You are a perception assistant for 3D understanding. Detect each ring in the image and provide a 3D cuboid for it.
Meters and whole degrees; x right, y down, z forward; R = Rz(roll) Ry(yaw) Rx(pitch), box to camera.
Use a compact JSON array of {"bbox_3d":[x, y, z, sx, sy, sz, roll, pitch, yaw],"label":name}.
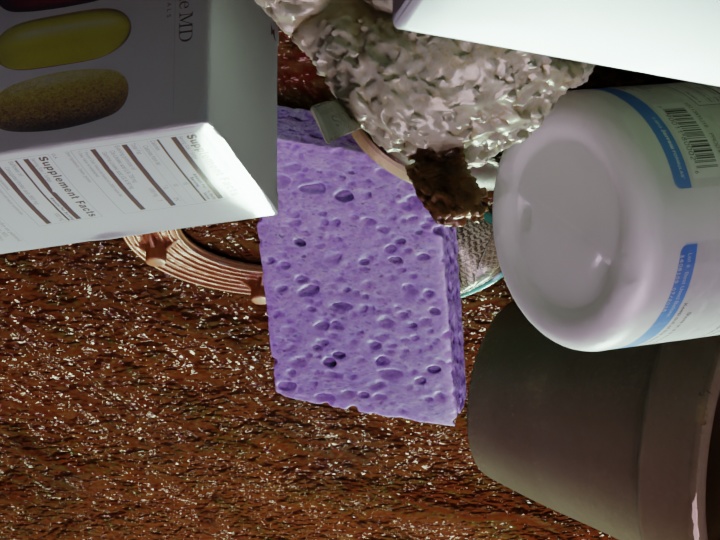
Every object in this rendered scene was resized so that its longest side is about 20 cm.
[{"bbox_3d":[-0.043,-0.022,1.670,0.199,0.019,0.201,1,156,0],"label":"ring"}]

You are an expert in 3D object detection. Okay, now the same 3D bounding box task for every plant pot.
[{"bbox_3d":[0.164,0.084,1.732,0.174,0.201,0.200,10,161,25],"label":"plant pot"}]

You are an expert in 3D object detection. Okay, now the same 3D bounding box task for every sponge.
[{"bbox_3d":[0.000,0.000,1.585,0.111,0.030,0.201,9,134,15],"label":"sponge"}]

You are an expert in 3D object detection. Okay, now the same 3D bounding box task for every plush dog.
[{"bbox_3d":[0.069,-0.129,1.317,0.200,0.161,0.172,23,124,-39],"label":"plush dog"}]

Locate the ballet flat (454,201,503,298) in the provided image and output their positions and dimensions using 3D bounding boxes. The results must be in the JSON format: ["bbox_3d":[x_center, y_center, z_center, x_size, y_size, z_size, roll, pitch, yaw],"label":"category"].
[{"bbox_3d":[0.009,0.006,1.650,0.075,0.068,0.200,35,137,-18],"label":"ballet flat"}]

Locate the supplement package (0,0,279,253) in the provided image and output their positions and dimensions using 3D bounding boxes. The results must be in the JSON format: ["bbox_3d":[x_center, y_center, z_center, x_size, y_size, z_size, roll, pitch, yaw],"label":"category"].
[{"bbox_3d":[-0.150,-0.086,1.421,0.199,0.114,0.110,-8,155,15],"label":"supplement package"}]

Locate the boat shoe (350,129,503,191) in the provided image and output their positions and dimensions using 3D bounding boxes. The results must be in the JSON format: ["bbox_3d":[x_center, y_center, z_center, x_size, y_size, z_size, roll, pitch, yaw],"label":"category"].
[{"bbox_3d":[0.086,-0.076,1.499,0.199,0.071,0.070,11,150,-37],"label":"boat shoe"}]

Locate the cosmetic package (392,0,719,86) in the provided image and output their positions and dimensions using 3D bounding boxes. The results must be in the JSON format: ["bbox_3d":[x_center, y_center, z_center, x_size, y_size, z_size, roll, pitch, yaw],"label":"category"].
[{"bbox_3d":[0.122,-0.189,1.090,0.198,0.201,0.123,8,154,-18],"label":"cosmetic package"}]

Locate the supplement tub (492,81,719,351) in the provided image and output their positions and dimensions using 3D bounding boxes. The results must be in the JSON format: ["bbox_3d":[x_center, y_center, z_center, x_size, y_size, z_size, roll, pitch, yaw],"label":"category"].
[{"bbox_3d":[0.180,-0.032,1.451,0.199,0.133,0.132,-5,162,-35],"label":"supplement tub"}]
